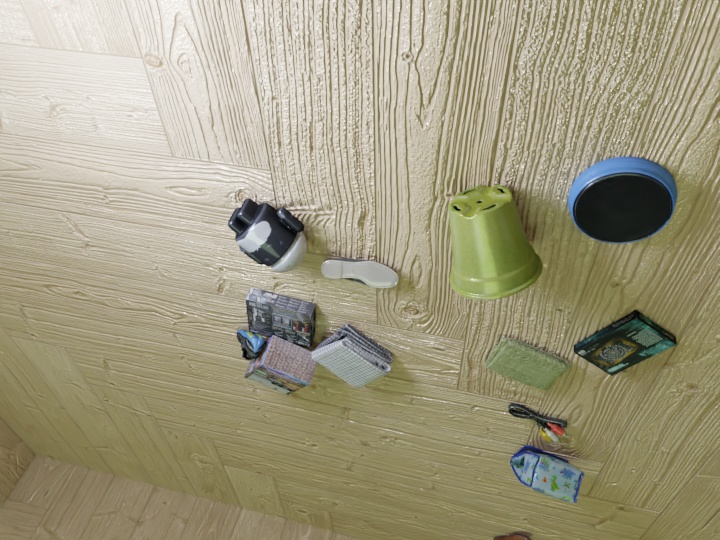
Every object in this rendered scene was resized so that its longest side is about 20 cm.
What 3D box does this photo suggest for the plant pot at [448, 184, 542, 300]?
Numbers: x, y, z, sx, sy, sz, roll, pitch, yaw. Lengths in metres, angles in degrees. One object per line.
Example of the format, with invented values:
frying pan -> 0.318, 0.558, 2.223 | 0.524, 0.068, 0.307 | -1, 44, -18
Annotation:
plant pot -> 0.266, -0.070, 1.257 | 0.199, 0.201, 0.185 | -4, 123, 25

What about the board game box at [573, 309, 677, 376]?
board game box -> 0.650, 0.184, 1.488 | 0.135, 0.028, 0.200 | 31, 137, -14

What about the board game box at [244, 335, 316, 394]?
board game box -> -0.246, 0.296, 1.858 | 0.159, 0.097, 0.200 | 26, 151, -17

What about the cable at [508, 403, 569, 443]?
cable -> 0.540, 0.457, 1.806 | 0.199, 0.050, 0.097 | 30, 137, -14

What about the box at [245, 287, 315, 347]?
box -> -0.232, 0.139, 1.758 | 0.199, 0.050, 0.158 | 13, 138, 7

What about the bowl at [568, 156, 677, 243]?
bowl -> 0.517, -0.132, 1.190 | 0.199, 0.039, 0.201 | 10, 138, 9

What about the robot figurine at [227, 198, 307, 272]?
robot figurine -> -0.222, -0.084, 1.462 | 0.200, 0.125, 0.150 | 39, 165, -21

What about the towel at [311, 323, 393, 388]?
towel -> -0.025, 0.255, 1.783 | 0.200, 0.086, 0.165 | 36, 138, -20

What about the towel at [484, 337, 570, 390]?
towel -> 0.451, 0.253, 1.633 | 0.199, 0.037, 0.149 | 21, 138, -1

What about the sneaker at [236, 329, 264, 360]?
sneaker -> -0.343, 0.228, 1.832 | 0.070, 0.083, 0.199 | 16, 175, -21

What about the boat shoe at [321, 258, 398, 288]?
boat shoe -> 0.000, 0.000, 1.527 | 0.199, 0.057, 0.067 | 9, 102, 6

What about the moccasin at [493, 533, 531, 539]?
moccasin -> 0.627, 1.140, 2.490 | 0.074, 0.078, 0.201 | 40, 135, -22

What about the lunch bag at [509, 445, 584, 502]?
lunch bag -> 0.596, 0.654, 1.948 | 0.169, 0.128, 0.200 | 22, 168, -3
